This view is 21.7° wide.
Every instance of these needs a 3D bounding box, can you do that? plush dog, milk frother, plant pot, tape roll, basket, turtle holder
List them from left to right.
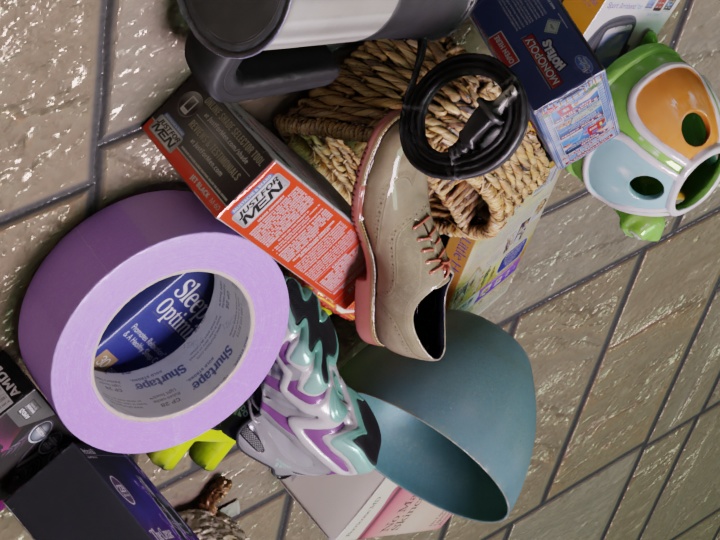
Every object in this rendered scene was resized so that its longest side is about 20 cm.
[{"bbox_3d":[-0.156,0.041,1.429,0.200,0.066,0.200,-20,132,-23],"label":"tape roll"},{"bbox_3d":[-0.130,0.308,1.783,0.161,0.172,0.200,-49,152,11],"label":"plush dog"},{"bbox_3d":[0.000,-0.159,1.248,0.188,0.200,0.181,-13,131,-44],"label":"milk frother"},{"bbox_3d":[0.052,-0.088,1.491,0.149,0.143,0.200,-43,153,-1],"label":"basket"},{"bbox_3d":[0.081,0.116,1.698,0.135,0.200,0.200,-55,158,-22],"label":"plant pot"},{"bbox_3d":[0.246,-0.104,1.658,0.141,0.132,0.186,-13,141,-47],"label":"turtle holder"}]

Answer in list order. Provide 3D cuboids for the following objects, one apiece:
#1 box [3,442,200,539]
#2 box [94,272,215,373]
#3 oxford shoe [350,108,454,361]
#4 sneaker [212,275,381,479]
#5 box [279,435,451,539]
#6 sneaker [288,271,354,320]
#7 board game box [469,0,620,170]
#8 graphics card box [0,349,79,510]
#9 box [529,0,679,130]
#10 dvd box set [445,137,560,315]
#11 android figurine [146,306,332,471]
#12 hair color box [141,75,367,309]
[{"bbox_3d":[-0.198,0.216,1.533,0.079,0.141,0.200,-43,174,-1],"label":"box"},{"bbox_3d":[-0.139,0.023,1.518,0.200,0.032,0.121,-42,153,-4],"label":"box"},{"bbox_3d":[0.041,-0.024,1.384,0.070,0.075,0.200,-34,135,-38],"label":"oxford shoe"},{"bbox_3d":[-0.080,0.102,1.580,0.140,0.078,0.200,-13,118,20],"label":"sneaker"},{"bbox_3d":[0.030,0.189,1.898,0.200,0.109,0.128,3,129,-55],"label":"box"},{"bbox_3d":[0.000,0.000,1.650,0.200,0.073,0.077,-3,118,-61],"label":"sneaker"},{"bbox_3d":[0.132,-0.169,1.434,0.062,0.200,0.200,-30,153,5],"label":"board game box"},{"bbox_3d":[-0.322,0.161,1.449,0.200,0.051,0.126,-39,153,-11],"label":"graphics card box"},{"bbox_3d":[0.212,-0.208,1.649,0.119,0.041,0.200,-7,138,-49],"label":"box"},{"bbox_3d":[0.121,-0.025,1.766,0.146,0.029,0.200,-37,156,-43],"label":"dvd box set"},{"bbox_3d":[-0.102,0.099,1.666,0.200,0.041,0.182,-49,151,17],"label":"android figurine"},{"bbox_3d":[-0.065,-0.056,1.397,0.064,0.111,0.200,-44,146,4],"label":"hair color box"}]
